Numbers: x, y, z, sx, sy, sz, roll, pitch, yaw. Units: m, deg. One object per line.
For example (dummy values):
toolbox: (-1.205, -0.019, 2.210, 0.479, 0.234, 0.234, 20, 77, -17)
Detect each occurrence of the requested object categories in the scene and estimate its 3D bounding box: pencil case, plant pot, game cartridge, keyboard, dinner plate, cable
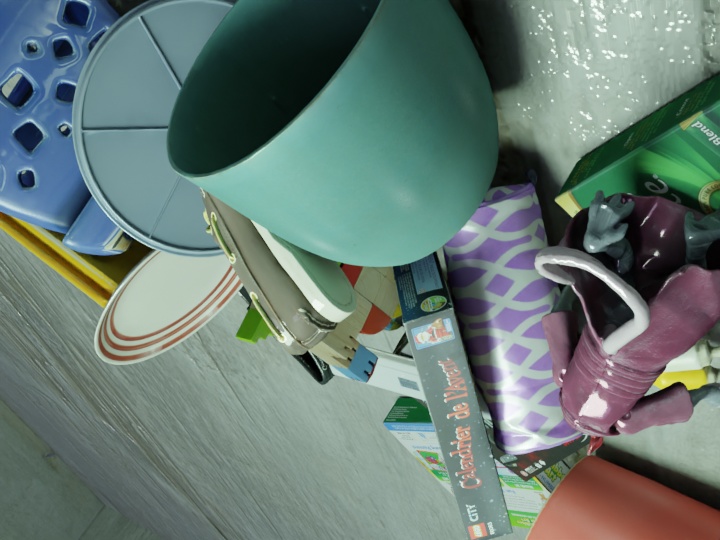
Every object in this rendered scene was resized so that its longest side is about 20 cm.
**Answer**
pencil case: (0.113, 0.033, 0.692, 0.086, 0.082, 0.205, -123, 19, -85)
plant pot: (-0.002, -0.099, 0.605, 0.198, 0.204, 0.160, -1, 149, 49)
game cartridge: (-0.257, -0.026, 0.967, 0.175, 0.033, 0.199, 34, -165, 17)
plant pot: (-0.246, -0.123, 0.803, 0.178, 0.202, 0.200, 34, 174, -8)
keyboard: (0.044, 0.100, 0.861, 0.197, 0.011, 0.057, 12, 144, 35)
plant pot: (0.262, 0.291, 0.901, 0.176, 0.200, 0.202, 32, 154, 29)
dinner plate: (-0.175, 0.013, 0.888, 0.024, 0.199, 0.201, 45, 156, 19)
cable: (0.184, 0.069, 0.716, 0.197, 0.051, 0.098, -23, 111, 26)

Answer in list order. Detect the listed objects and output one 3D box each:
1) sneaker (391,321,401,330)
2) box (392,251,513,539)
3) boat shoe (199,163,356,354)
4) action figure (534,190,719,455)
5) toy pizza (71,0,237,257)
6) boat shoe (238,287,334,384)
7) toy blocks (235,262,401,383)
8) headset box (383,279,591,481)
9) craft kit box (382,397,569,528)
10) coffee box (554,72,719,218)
sneaker: (-0.015, -0.001, 0.869, 0.077, 0.091, 0.201, 7, 143, 39)
box: (0.068, 0.087, 0.715, 0.037, 0.137, 0.203, -16, 116, 3)
boat shoe: (-0.081, -0.033, 0.674, 0.059, 0.071, 0.201, -42, 75, 22)
action figure: (0.170, 0.054, 0.579, 0.132, 0.148, 0.203, 29, 131, 23)
toy pizza: (-0.126, -0.113, 0.727, 0.201, 0.200, 0.032, 48, 171, -22)
boat shoe: (-0.098, 0.058, 1.081, 0.199, 0.066, 0.074, 43, 152, -11)
toy blocks: (0.000, 0.000, 0.773, 0.136, 0.203, 0.099, 37, 160, -35)
headset box: (0.120, 0.089, 0.853, 0.198, 0.078, 0.149, 36, 147, 0)
craft kit box: (0.150, 0.226, 1.075, 0.198, 0.049, 0.198, 50, 150, -19)
coffee box: (0.224, -0.050, 0.565, 0.123, 0.044, 0.199, 42, 152, -9)
